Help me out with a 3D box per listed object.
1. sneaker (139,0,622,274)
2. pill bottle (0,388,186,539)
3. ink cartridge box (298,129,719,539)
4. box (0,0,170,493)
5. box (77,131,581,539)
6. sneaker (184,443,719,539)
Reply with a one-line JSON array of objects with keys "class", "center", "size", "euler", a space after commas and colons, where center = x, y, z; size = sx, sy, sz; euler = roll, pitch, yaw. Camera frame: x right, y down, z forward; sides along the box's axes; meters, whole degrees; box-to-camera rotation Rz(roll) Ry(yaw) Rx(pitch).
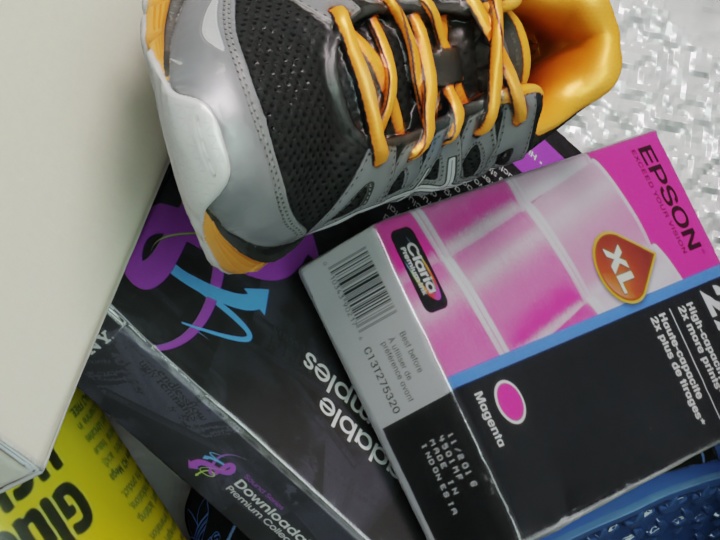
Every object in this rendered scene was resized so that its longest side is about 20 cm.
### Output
[{"class": "sneaker", "center": [0.006, -0.052, 0.787], "size": [0.077, 0.200, 0.079], "euler": [-11, 97, 25]}, {"class": "pill bottle", "center": [-0.111, 0.082, 0.849], "size": [0.112, 0.112, 0.201], "euler": [-35, 98, -16]}, {"class": "ink cartridge box", "center": [0.068, 0.016, 0.876], "size": [0.200, 0.037, 0.095], "euler": [-19, 81, -55]}, {"class": "box", "center": [-0.094, -0.041, 0.786], "size": [0.082, 0.068, 0.201], "euler": [37, 55, -22]}, {"class": "box", "center": [0.000, 0.000, 0.870], "size": [0.143, 0.036, 0.200], "euler": [43, 38, -15]}, {"class": "sneaker", "center": [0.040, 0.071, 0.923], "size": [0.199, 0.070, 0.078], "euler": [-12, 51, -35]}]
